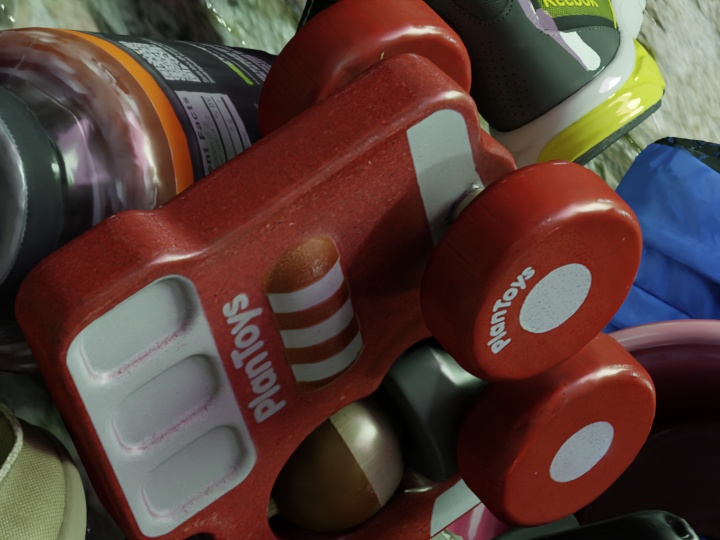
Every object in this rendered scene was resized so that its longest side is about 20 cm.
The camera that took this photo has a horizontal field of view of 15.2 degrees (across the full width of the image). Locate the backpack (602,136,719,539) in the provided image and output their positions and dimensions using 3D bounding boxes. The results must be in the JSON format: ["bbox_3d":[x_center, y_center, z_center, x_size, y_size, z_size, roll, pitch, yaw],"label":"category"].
[{"bbox_3d":[0.180,0.041,1.224,0.200,0.168,0.163,37,-5,25],"label":"backpack"}]

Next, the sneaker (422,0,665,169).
[{"bbox_3d":[0.051,-0.099,0.902,0.085,0.074,0.200,56,5,-20],"label":"sneaker"}]

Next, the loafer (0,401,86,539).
[{"bbox_3d":[-0.130,0.084,0.689,0.068,0.076,0.200,61,24,-19],"label":"loafer"}]

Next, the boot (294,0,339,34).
[{"bbox_3d":[-0.022,-0.137,0.994,0.153,0.204,0.074,3,35,-40],"label":"boot"}]

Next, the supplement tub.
[{"bbox_3d":[-0.081,-0.022,0.854,0.200,0.107,0.107,-2,68,-63],"label":"supplement tub"}]

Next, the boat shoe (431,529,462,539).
[{"bbox_3d":[0.013,0.161,0.896,0.060,0.072,0.202,44,29,-36],"label":"boat shoe"}]

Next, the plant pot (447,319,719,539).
[{"bbox_3d":[0.133,0.118,1.052,0.201,0.200,0.179,66,10,6],"label":"plant pot"}]

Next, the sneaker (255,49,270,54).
[{"bbox_3d":[0.000,0.000,0.963,0.200,0.077,0.084,46,-18,24],"label":"sneaker"}]

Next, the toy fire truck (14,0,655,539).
[{"bbox_3d":[-0.011,0.027,0.809,0.112,0.168,0.200,49,-17,34],"label":"toy fire truck"}]

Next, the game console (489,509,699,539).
[{"bbox_3d":[0.108,0.169,0.854,0.116,0.176,0.201,-17,86,-37],"label":"game console"}]
